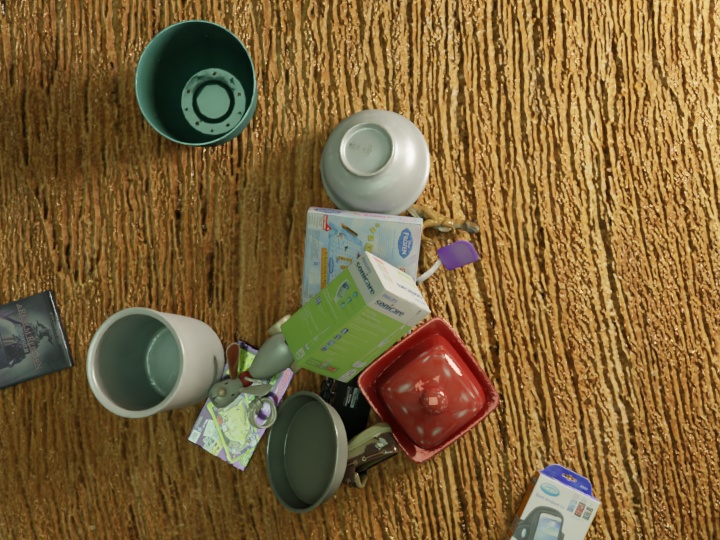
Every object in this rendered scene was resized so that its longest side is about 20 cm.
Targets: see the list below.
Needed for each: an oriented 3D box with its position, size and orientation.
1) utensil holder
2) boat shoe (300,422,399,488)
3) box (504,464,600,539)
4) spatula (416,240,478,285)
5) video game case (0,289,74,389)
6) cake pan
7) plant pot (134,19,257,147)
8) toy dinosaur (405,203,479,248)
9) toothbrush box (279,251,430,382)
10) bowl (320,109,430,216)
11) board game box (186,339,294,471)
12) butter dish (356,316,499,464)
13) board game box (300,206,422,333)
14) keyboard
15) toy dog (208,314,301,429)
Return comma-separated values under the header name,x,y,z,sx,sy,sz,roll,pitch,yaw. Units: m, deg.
name,x,y,z,sx,sy,sz,roll,pitch,yaw
utensil holder,-0.334,0.152,1.433,0.168,0.200,0.173,-1,85,10
boat shoe,-0.017,0.342,1.478,0.199,0.072,0.072,-36,61,14
box,0.333,0.447,1.508,0.118,0.041,0.202,24,92,1
spatula,0.112,0.007,1.517,0.199,0.021,0.057,-31,124,5
video game case,-0.629,0.133,1.543,0.198,0.019,0.145,-18,89,2
cake pan,-0.090,0.308,1.462,0.036,0.199,0.203,12,90,-41
plant pot,-0.266,-0.302,1.465,0.198,0.161,0.204,0,89,1
toy dinosaur,0.109,-0.094,1.517,0.198,0.061,0.107,26,64,-2
toothbrush box,-0.008,0.081,1.408,0.200,0.145,0.087,-40,55,18
bowl,0.018,-0.195,1.472,0.198,0.090,0.204,-2,78,10
board game box,-0.211,0.239,1.527,0.119,0.032,0.202,28,90,4
butter dish,0.120,0.213,1.458,0.199,0.148,0.200,-36,92,1
board game box,0.000,0.000,1.485,0.197,0.041,0.203,7,109,3
keyboard,-0.029,0.220,1.528,0.103,0.040,0.203,14,89,-22
toy dog,-0.165,0.162,1.461,0.131,0.096,0.201,32,76,4
